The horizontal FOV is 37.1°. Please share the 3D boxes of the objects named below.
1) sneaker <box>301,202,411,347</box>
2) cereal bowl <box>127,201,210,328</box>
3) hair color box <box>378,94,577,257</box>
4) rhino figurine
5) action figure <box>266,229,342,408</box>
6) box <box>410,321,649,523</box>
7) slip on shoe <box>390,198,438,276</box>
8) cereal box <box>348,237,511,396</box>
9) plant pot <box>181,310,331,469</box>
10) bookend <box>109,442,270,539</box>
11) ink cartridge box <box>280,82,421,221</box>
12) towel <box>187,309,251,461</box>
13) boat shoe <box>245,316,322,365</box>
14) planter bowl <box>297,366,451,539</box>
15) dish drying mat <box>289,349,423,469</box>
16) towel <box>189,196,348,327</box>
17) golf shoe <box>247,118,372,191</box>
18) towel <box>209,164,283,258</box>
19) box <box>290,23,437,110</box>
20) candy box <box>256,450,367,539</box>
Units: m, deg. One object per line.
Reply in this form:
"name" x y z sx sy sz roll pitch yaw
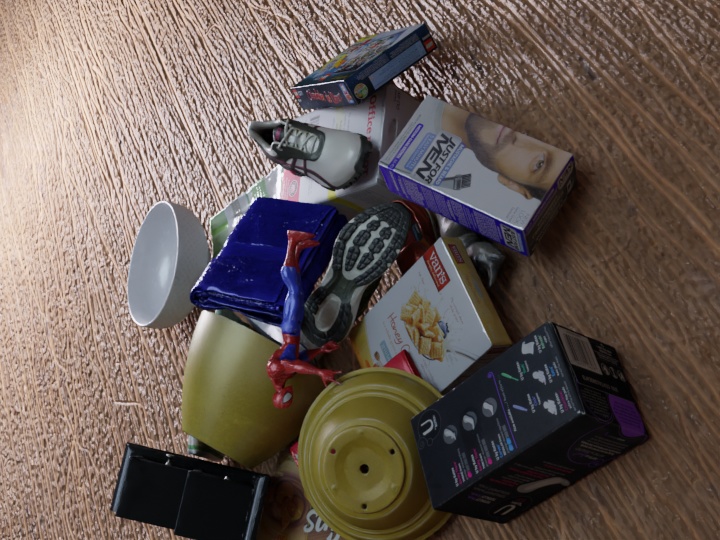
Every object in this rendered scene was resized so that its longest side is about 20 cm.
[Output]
"sneaker" 0.000 0.000 1.310 0.077 0.088 0.201 39 108 12
"cereal bowl" -0.294 -0.003 1.692 0.199 0.082 0.203 -28 56 51
"hair color box" 0.131 -0.110 1.207 0.198 0.065 0.110 27 72 27
"rhino figurine" 0.128 -0.058 1.267 0.087 0.059 0.202 -35 51 29
"action figure" -0.054 0.063 1.241 0.097 0.065 0.203 9 81 8
"box" 0.166 0.158 1.076 0.199 0.121 0.107 -39 48 30
"slip on shoe" 0.073 -0.007 1.304 0.074 0.061 0.202 -39 50 27
"cereal box" 0.074 0.078 1.236 0.200 0.039 0.145 -48 55 38
"plant pot" -0.147 0.162 1.351 0.199 0.199 0.143 15 72 50
"bookend" -0.219 0.280 1.342 0.199 0.197 0.094 118 165 -79
"ink cartridge box" -0.012 -0.149 1.446 0.198 0.083 0.148 -13 64 45
"towel" -0.195 0.160 1.489 0.023 0.153 0.203 10 78 10
"boat shoe" -0.103 0.070 1.478 0.070 0.071 0.199 -43 34 -13
"planter bowl" 0.013 0.209 1.162 0.197 0.083 0.204 0 89 14
"dish drying mat" -0.001 0.182 1.244 0.200 0.018 0.077 -43 60 24
"towel" -0.114 -0.021 1.364 0.145 0.050 0.201 12 45 18
"golf shoe" -0.068 -0.154 1.381 0.199 0.087 0.078 13 83 49
"towel" -0.165 -0.063 1.626 0.199 0.030 0.151 -31 51 37
"box" 0.000 -0.269 1.432 0.136 0.038 0.199 -38 19 -15
"candy box" -0.037 0.297 1.298 0.198 0.055 0.117 5 77 49
